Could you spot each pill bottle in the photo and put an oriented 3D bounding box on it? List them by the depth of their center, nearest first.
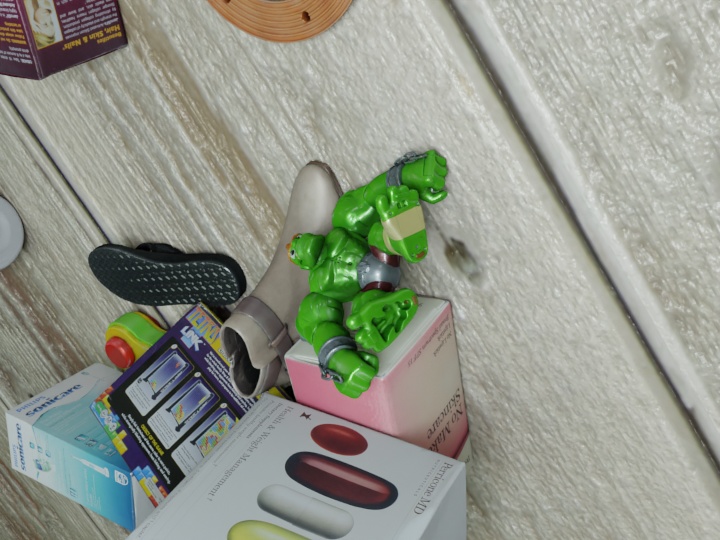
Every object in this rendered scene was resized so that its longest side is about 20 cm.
[{"bbox_3d":[-0.548,-0.033,1.126,0.200,0.111,0.111,-15,110,44],"label":"pill bottle"}]

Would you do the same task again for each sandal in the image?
[{"bbox_3d":[-0.216,0.003,0.947,0.200,0.048,0.075,6,123,20],"label":"sandal"}]

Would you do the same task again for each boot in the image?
[{"bbox_3d":[-0.071,0.018,0.765,0.070,0.146,0.200,17,128,30],"label":"boot"}]

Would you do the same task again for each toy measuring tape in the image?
[{"bbox_3d":[-0.261,0.071,1.008,0.074,0.074,0.200,50,136,-2],"label":"toy measuring tape"}]

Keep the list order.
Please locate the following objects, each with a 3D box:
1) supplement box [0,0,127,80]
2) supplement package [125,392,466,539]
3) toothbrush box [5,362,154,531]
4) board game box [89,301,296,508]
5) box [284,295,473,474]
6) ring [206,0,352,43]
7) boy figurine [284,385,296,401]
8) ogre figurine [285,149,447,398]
[{"bbox_3d":[-0.300,-0.288,0.753,0.086,0.110,0.200,15,128,30],"label":"supplement box"},{"bbox_3d":[-0.042,0.235,0.679,0.200,0.191,0.147,14,128,26],"label":"supplement package"},{"bbox_3d":[-0.291,0.200,0.986,0.200,0.146,0.085,17,117,24],"label":"toothbrush box"},{"bbox_3d":[-0.166,0.150,0.858,0.200,0.165,0.057,40,169,40],"label":"board game box"},{"bbox_3d":[0.024,0.134,0.787,0.109,0.128,0.200,8,125,32],"label":"box"},{"bbox_3d":[-0.075,-0.278,0.652,0.200,0.019,0.201,20,130,25],"label":"ring"},{"bbox_3d":[-0.076,0.218,0.909,0.064,0.124,0.200,25,108,27],"label":"boy figurine"},{"bbox_3d":[0.000,0.000,0.698,0.120,0.098,0.200,2,89,56],"label":"ogre figurine"}]
